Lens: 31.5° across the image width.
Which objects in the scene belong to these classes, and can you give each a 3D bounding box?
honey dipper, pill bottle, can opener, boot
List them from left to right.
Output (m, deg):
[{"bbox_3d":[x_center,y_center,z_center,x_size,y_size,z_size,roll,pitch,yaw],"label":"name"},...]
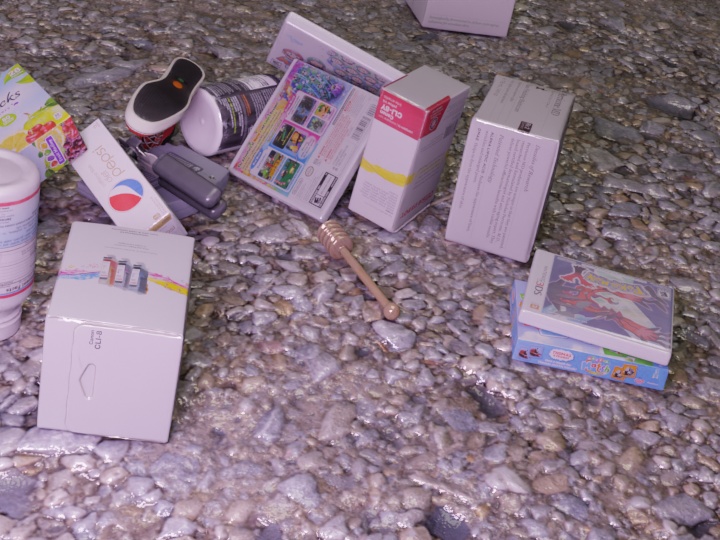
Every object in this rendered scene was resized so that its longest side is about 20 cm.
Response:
[{"bbox_3d":[-0.415,-0.026,1.420,0.107,0.202,0.109,9,30,-5],"label":"pill bottle"},{"bbox_3d":[-0.300,-0.208,1.837,0.072,0.145,0.201,33,32,-3],"label":"boot"},{"bbox_3d":[-0.271,-0.120,1.734,0.199,0.054,0.067,33,68,29],"label":"can opener"},{"bbox_3d":[-0.175,-0.245,1.975,0.106,0.107,0.199,34,36,33],"label":"pill bottle"},{"bbox_3d":[0.000,0.000,1.700,0.038,0.038,0.200,-6,37,-29],"label":"honey dipper"}]

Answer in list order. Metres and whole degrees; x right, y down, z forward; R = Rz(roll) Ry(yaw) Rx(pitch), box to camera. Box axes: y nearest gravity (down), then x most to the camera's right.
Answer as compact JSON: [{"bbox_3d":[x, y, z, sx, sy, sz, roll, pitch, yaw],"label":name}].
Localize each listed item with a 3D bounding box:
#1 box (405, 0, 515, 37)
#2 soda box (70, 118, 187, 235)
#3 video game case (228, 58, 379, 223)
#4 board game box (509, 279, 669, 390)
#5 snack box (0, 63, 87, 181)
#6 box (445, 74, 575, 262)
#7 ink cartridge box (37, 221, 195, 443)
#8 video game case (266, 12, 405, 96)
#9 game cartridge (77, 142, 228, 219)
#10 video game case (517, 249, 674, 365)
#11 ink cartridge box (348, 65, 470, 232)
[{"bbox_3d":[0.218,-0.618,2.657,0.196,0.202,0.172,4,29,-15],"label":"box"},{"bbox_3d":[-0.310,-0.104,1.668,0.068,0.064,0.200,-38,60,-5],"label":"soda box"},{"bbox_3d":[-0.075,-0.192,1.867,0.181,0.202,0.024,28,-7,26],"label":"video game case"},{"bbox_3d":[0.296,0.082,1.673,0.197,0.037,0.152,11,30,-1],"label":"board game box"},{"bbox_3d":[-0.484,-0.161,1.671,0.199,0.068,0.168,-36,49,-15],"label":"snack box"},{"bbox_3d":[0.222,-0.152,1.875,0.129,0.202,0.199,16,30,8],"label":"box"},{"bbox_3d":[-0.261,0.065,1.382,0.142,0.147,0.201,8,31,-7],"label":"ink cartridge box"},{"bbox_3d":[-0.039,-0.306,1.936,0.198,0.024,0.182,28,-14,-8],"label":"video game case"},{"bbox_3d":[-0.283,-0.119,1.794,0.132,0.041,0.199,24,32,26],"label":"game cartridge"},{"bbox_3d":[0.315,0.044,1.685,0.197,0.023,0.183,17,30,6],"label":"video game case"},{"bbox_3d":[0.069,-0.177,1.853,0.083,0.202,0.145,27,32,18],"label":"ink cartridge box"}]
